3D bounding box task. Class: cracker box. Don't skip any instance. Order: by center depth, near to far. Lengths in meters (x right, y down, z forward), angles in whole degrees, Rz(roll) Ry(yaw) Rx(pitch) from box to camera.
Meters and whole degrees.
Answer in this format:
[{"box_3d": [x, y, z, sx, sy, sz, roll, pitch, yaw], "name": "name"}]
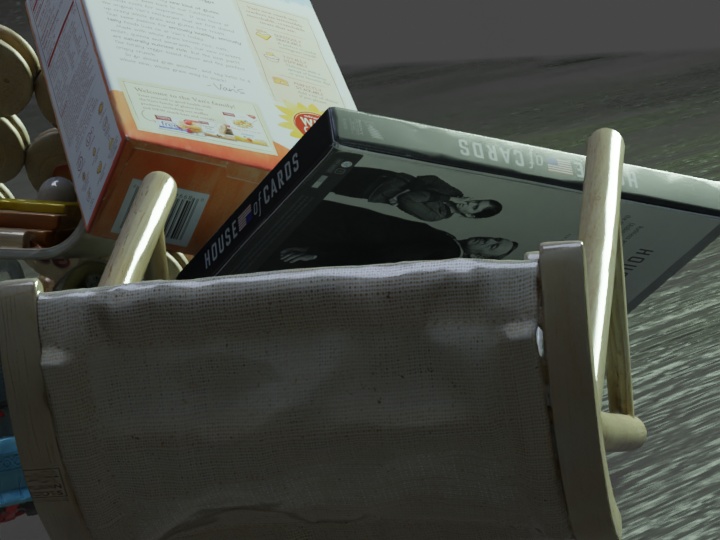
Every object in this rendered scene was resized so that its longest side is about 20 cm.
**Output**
[{"box_3d": [-0.075, -0.082, 1.214, 0.133, 0.058, 0.200, 12, 33, -24], "name": "cracker box"}]

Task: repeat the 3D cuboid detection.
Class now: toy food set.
[{"box_3d": [-0.190, -0.040, 1.260, 0.199, 0.061, 0.143, 4, 3, 16], "name": "toy food set"}]

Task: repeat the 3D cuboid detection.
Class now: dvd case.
[{"box_3d": [0.040, -0.008, 1.122, 0.199, 0.025, 0.150, 9, -33, -28], "name": "dvd case"}]

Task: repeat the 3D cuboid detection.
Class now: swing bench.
[{"box_3d": [-0.004, 0.037, 0.937, 0.198, 0.131, 0.200, -3, 14, 12], "name": "swing bench"}]

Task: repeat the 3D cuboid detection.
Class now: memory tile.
[{"box_3d": [-0.127, -0.041, 1.329, 0.199, 0.154, 0.017, 21, 42, 3], "name": "memory tile"}]

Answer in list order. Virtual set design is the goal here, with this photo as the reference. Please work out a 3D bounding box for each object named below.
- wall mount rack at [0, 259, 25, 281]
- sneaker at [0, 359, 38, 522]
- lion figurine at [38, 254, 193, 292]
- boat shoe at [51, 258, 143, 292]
[{"box_3d": [-0.264, 0.037, 1.287, 0.173, 0.075, 0.200, -20, 13, -27], "name": "wall mount rack"}, {"box_3d": [-0.174, 0.046, 1.078, 0.079, 0.096, 0.200, -9, 9, -29], "name": "sneaker"}, {"box_3d": [-0.073, 0.002, 1.415, 0.199, 0.073, 0.122, 4, 19, 30], "name": "lion figurine"}, {"box_3d": [-0.122, 0.028, 1.261, 0.070, 0.070, 0.200, -9, 8, -10], "name": "boat shoe"}]
